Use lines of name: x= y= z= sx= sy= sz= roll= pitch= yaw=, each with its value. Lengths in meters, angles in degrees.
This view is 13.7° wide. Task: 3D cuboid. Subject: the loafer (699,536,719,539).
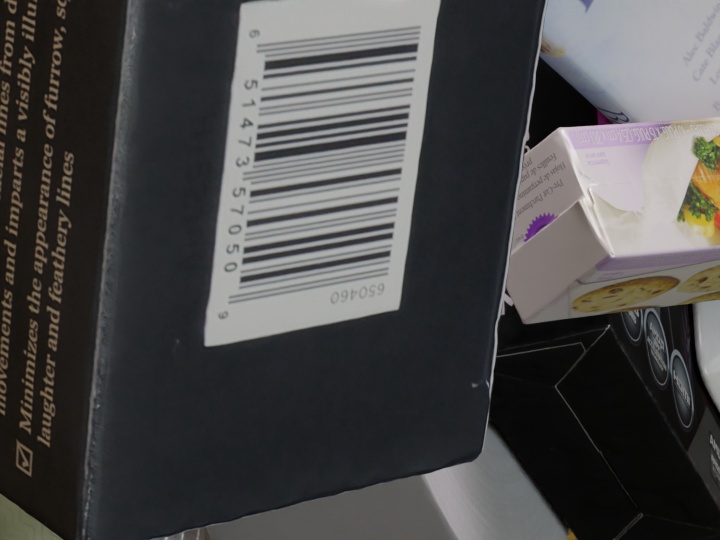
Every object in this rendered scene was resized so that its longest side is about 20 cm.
loafer: x=0.099 y=0.039 z=1.012 sx=0.200 sy=0.073 sz=0.072 roll=47 pitch=44 yaw=-28

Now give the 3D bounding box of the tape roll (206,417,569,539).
tape roll: x=0.000 y=0.000 z=0.853 sx=0.200 sy=0.066 sz=0.201 roll=-13 pitch=90 yaw=-71

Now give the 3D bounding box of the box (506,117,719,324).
box: x=0.119 y=-0.019 z=0.817 sx=0.200 sy=0.041 sz=0.039 roll=-6 pitch=68 yaw=-41

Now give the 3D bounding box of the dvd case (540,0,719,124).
dvd case: x=0.118 y=-0.092 z=0.838 sx=0.200 sy=0.018 sz=0.143 roll=37 pitch=80 yaw=-42

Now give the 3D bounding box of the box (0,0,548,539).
box: x=-0.065 y=-0.054 z=0.633 sx=0.107 sy=0.200 sz=0.149 roll=-11 pitch=118 yaw=-39

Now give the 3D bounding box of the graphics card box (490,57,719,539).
graphics card box: x=0.066 y=-0.031 z=0.889 sx=0.125 sy=0.051 sz=0.200 roll=56 pitch=29 yaw=-50

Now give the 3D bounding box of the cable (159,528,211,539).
cable: x=-0.110 y=0.061 z=0.855 sx=0.200 sy=0.069 sz=0.200 roll=27 pitch=84 yaw=-36

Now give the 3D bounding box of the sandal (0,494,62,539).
sandal: x=-0.129 y=0.115 z=0.772 sx=0.201 sy=0.057 sz=0.080 roll=-47 pitch=122 yaw=-20

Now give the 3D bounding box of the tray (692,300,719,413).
tray: x=0.122 y=-0.033 z=0.945 sx=0.107 sy=0.022 sz=0.200 roll=52 pitch=31 yaw=-54
